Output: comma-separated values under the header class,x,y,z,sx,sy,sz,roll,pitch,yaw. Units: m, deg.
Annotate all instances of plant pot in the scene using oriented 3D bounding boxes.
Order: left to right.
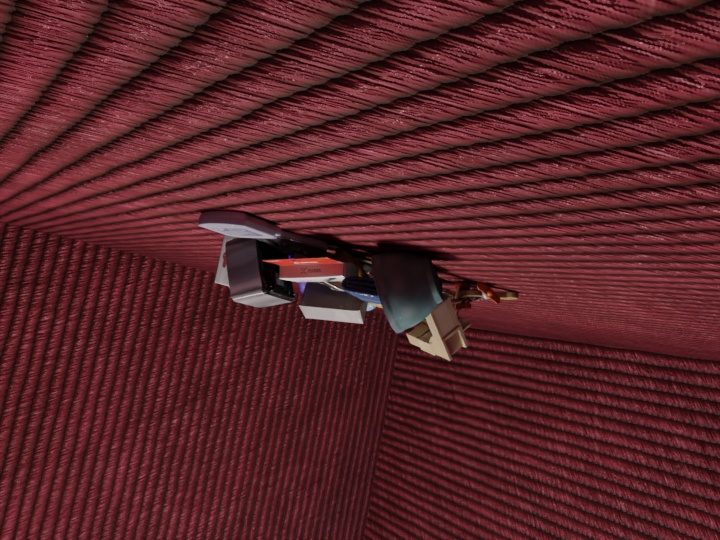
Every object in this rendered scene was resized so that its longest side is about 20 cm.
class,x,y,z,sx,sy,sz,roll,pitch,yaw
plant pot,0.123,0.037,1.424,0.133,0.202,0.200,-18,166,11

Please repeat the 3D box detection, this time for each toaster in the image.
class,x,y,z,sx,sy,sz,roll,pitch,yaw
toaster,-0.276,0.001,1.610,0.118,0.182,0.200,-15,165,16

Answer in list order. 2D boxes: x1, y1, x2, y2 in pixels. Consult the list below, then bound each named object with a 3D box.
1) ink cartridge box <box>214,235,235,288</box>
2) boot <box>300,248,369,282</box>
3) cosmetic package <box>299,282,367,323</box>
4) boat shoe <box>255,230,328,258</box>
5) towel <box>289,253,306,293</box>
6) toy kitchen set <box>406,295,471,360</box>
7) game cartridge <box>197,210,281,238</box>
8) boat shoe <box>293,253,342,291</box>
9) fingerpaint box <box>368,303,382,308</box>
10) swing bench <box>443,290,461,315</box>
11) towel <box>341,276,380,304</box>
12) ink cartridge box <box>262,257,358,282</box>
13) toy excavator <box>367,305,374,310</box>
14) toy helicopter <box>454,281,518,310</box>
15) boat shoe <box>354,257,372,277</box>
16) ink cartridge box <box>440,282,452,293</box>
class,x,y,z,sx,sy,sz,roll,pitch,yaw
ink cartridge box,-0.361,-0.027,1.687,0.047,0.162,0.200,6,172,24
boot,-0.073,0.005,1.658,0.200,0.071,0.144,-4,135,42
cosmetic package,-0.080,0.095,1.819,0.198,0.108,0.090,4,147,13
boat shoe,-0.182,-0.066,1.516,0.198,0.057,0.069,12,173,-11
towel,-0.146,0.017,1.863,0.146,0.050,0.201,10,148,15
toy kitchen set,0.239,0.135,1.778,0.200,0.163,0.181,16,136,57
game cartridge,-0.305,-0.112,1.433,0.199,0.041,0.133,5,174,42
boat shoe,-0.114,0.001,1.742,0.199,0.074,0.060,28,165,-12
fingerpaint box,0.137,0.095,1.887,0.199,0.074,0.166,3,170,38
swing bench,0.246,0.129,2.145,0.198,0.131,0.200,7,167,33
towel,0.028,0.055,1.551,0.111,0.049,0.200,10,172,19
ink cartridge box,-0.128,0.000,1.521,0.198,0.044,0.173,-2,174,26
toy excavator,-0.018,0.053,1.976,0.199,0.196,0.099,-20,-165,-39
toy helicopter,0.386,0.071,1.754,0.198,0.080,0.132,1,166,-11
boat shoe,0.003,0.001,1.750,0.073,0.064,0.201,13,172,17
ink cartridge box,0.160,0.036,1.865,0.198,0.041,0.199,16,171,-36
